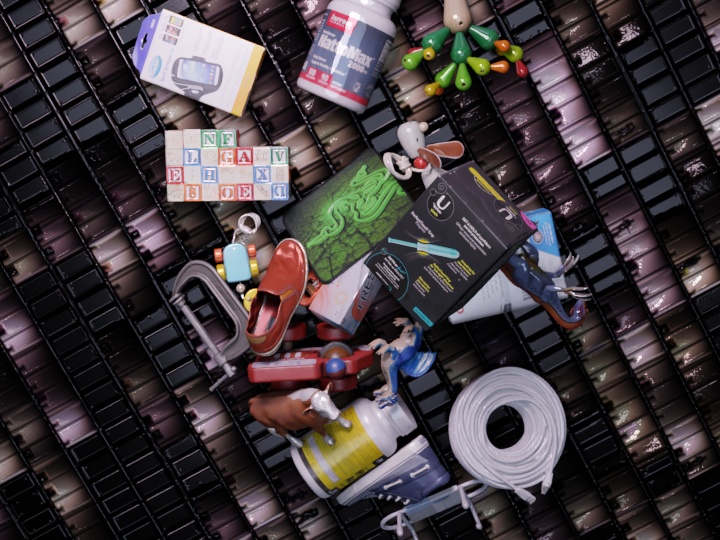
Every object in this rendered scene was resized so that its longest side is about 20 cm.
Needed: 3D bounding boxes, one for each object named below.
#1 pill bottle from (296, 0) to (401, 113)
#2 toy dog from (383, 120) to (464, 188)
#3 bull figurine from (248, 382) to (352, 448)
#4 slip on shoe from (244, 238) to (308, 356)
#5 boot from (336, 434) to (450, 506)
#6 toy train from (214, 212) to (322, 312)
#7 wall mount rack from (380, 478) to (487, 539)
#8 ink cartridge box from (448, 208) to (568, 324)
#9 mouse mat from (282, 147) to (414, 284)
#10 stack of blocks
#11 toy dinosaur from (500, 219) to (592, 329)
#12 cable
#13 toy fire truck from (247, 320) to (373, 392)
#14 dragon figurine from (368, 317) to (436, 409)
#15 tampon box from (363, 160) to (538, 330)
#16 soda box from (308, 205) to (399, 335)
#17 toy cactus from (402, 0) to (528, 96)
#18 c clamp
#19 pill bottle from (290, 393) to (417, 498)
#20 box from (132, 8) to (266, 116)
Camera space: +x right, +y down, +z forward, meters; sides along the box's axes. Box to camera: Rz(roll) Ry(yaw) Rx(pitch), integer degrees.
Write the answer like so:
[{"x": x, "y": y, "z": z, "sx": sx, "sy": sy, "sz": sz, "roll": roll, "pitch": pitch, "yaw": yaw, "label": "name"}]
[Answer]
[{"x": -0.011, "y": -0.362, "z": 1.675, "sx": 0.119, "sy": 0.120, "sz": 0.201, "roll": 22, "pitch": 98, "yaw": -3, "label": "pill bottle"}, {"x": 0.140, "y": -0.158, "z": 1.710, "sx": 0.096, "sy": 0.132, "sz": 0.200, "roll": -31, "pitch": 108, "yaw": 34, "label": "toy dog"}, {"x": -0.090, "y": 0.231, "z": 1.702, "sx": 0.122, "sy": 0.199, "sz": 0.065, "roll": 52, "pitch": 51, "yaw": -33, "label": "bull figurine"}, {"x": -0.134, "y": 0.036, "z": 1.687, "sx": 0.074, "sy": 0.061, "sz": 0.201, "roll": 9, "pitch": 66, "yaw": 21, "label": "slip on shoe"}, {"x": 0.054, "y": 0.366, "z": 1.783, "sx": 0.200, "sy": 0.073, "sz": 0.091, "roll": -38, "pitch": 84, "yaw": 26, "label": "boot"}, {"x": -0.149, "y": 0.006, "z": 1.767, "sx": 0.200, "sy": 0.056, "sz": 0.150, "roll": 42, "pitch": 81, "yaw": -1, "label": "toy train"}, {"x": 0.128, "y": 0.410, "z": 1.771, "sx": 0.199, "sy": 0.174, "sz": 0.075, "roll": -24, "pitch": 57, "yaw": 4, "label": "wall mount rack"}, {"x": 0.226, "y": -0.009, "z": 1.744, "sx": 0.199, "sy": 0.086, "sz": 0.147, "roll": -13, "pitch": 98, "yaw": 3, "label": "ink cartridge box"}, {"x": -0.020, "y": -0.091, "z": 1.726, "sx": 0.200, "sy": 0.008, "sz": 0.161, "roll": -37, "pitch": 61, "yaw": 5, "label": "mouse mat"}, {"x": -0.215, "y": -0.173, "z": 1.733, "sx": 0.199, "sy": 0.059, "sz": 0.116, "roll": 0, "pitch": 98, "yaw": 0, "label": "stack of blocks"}, {"x": 0.284, "y": 0.015, "z": 1.687, "sx": 0.199, "sy": 0.105, "sz": 0.182, "roll": -9, "pitch": 110, "yaw": 34, "label": "toy dinosaur"}, {"x": 0.247, "y": 0.264, "z": 1.776, "sx": 0.199, "sy": 0.069, "sz": 0.201, "roll": 27, "pitch": 80, "yaw": -5, "label": "cable"}, {"x": -0.078, "y": 0.151, "z": 1.726, "sx": 0.199, "sy": 0.168, "sz": 0.113, "roll": -2, "pitch": 99, "yaw": 0, "label": "toy fire truck"}, {"x": 0.081, "y": 0.133, "z": 1.717, "sx": 0.200, "sy": 0.059, "sz": 0.100, "roll": -43, "pitch": 119, "yaw": -14, "label": "dragon figurine"}, {"x": 0.137, "y": -0.038, "z": 1.607, "sx": 0.150, "sy": 0.126, "sz": 0.200, "roll": 48, "pitch": 124, "yaw": 10, "label": "tampon box"}, {"x": 0.000, "y": 0.000, "z": 1.722, "sx": 0.068, "sy": 0.064, "sz": 0.201, "roll": 25, "pitch": 82, "yaw": 29, "label": "soda box"}, {"x": 0.163, "y": -0.365, "z": 1.701, "sx": 0.199, "sy": 0.102, "sz": 0.166, "roll": -7, "pitch": 80, "yaw": 3, "label": "toy cactus"}, {"x": -0.255, "y": 0.088, "z": 1.761, "sx": 0.171, "sy": 0.027, "sz": 0.201, "roll": -33, "pitch": 88, "yaw": 37, "label": "c clamp"}, {"x": -0.009, "y": 0.283, "z": 1.775, "sx": 0.200, "sy": 0.111, "sz": 0.112, "roll": -35, "pitch": 97, "yaw": 5, "label": "pill bottle"}, {"x": -0.265, "y": -0.340, "z": 1.719, "sx": 0.199, "sy": 0.041, "sz": 0.120, "roll": 21, "pitch": 98, "yaw": -1, "label": "box"}]
